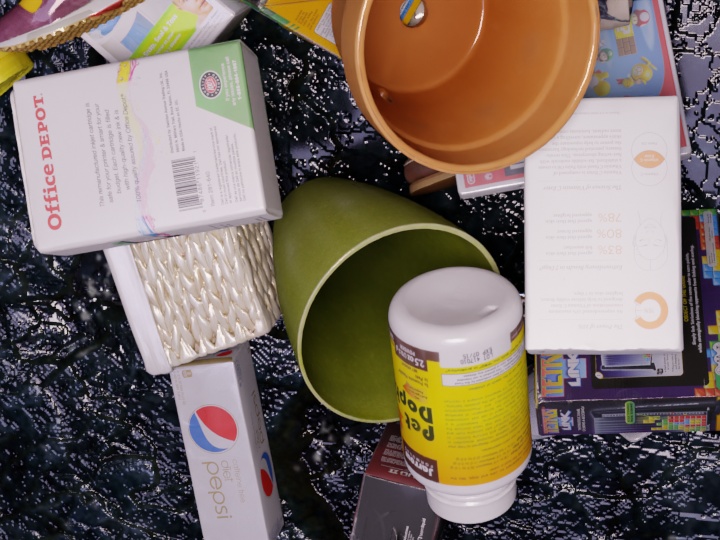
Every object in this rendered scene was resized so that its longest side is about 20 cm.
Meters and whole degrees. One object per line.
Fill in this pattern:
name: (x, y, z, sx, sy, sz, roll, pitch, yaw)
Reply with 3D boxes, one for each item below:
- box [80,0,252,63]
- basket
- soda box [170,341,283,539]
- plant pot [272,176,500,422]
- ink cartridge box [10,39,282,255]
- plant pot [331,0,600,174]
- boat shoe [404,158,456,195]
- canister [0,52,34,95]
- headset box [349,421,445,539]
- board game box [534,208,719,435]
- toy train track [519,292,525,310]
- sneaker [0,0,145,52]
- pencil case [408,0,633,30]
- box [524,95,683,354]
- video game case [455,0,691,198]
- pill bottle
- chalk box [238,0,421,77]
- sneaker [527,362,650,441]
box: (-0.206, -0.259, 1.486, 0.200, 0.101, 0.113, 41, 109, -4)
basket: (-0.155, -0.028, 1.532, 0.123, 0.136, 0.201, -16, 103, 13)
soda box: (-0.129, 0.173, 1.626, 0.068, 0.064, 0.201, -6, 105, 12)
plant pot: (0.000, 0.000, 1.467, 0.186, 0.200, 0.188, -11, 121, -18)
ink cartridge box: (-0.178, -0.100, 1.409, 0.198, 0.084, 0.146, -10, 87, 7)
plant pot: (0.065, -0.187, 1.289, 0.199, 0.140, 0.202, -7, 109, -20)
boat shoe: (0.128, -0.128, 1.484, 0.199, 0.070, 0.071, -21, 86, 7)
canister: (-0.419, -0.226, 1.547, 0.148, 0.087, 0.200, -35, 96, 18)
headset box: (0.038, 0.228, 1.539, 0.077, 0.200, 0.150, 12, 108, 6)
board game box: (0.232, 0.043, 1.446, 0.164, 0.201, 0.057, -3, 142, 10)
toy train track: (0.109, 0.036, 1.558, 0.198, 0.033, 0.116, -5, 99, 6)
sneaker: (-0.232, -0.253, 1.406, 0.199, 0.075, 0.091, -24, 93, 10)
pencil case: (0.137, -0.234, 1.410, 0.198, 0.090, 0.078, -7, 121, 9)
box: (0.195, -0.033, 1.355, 0.123, 0.097, 0.202, 0, 86, 8)
video game case: (0.171, -0.148, 1.433, 0.198, 0.017, 0.144, -10, 77, 7)
pill bottle: (0.084, 0.106, 1.374, 0.108, 0.109, 0.201, -1, 122, 11)
chalk box: (-0.037, -0.261, 1.415, 0.123, 0.200, 0.125, 27, 97, -26)
sneaker: (0.210, 0.112, 1.515, 0.199, 0.115, 0.075, -26, 101, 17)
